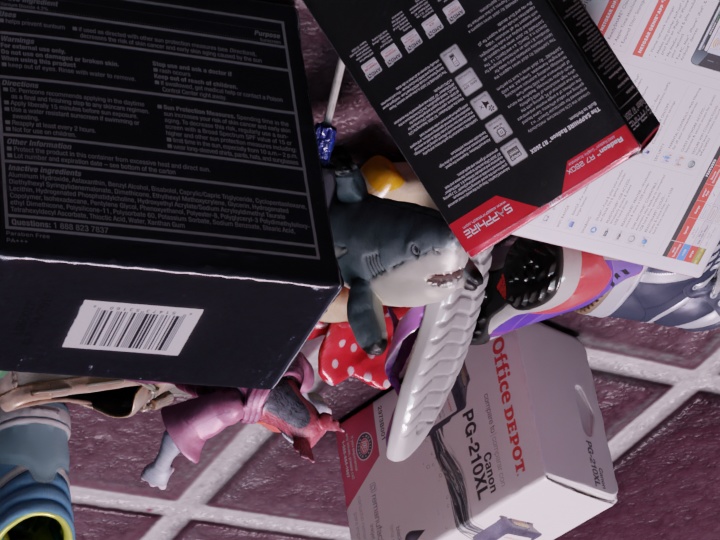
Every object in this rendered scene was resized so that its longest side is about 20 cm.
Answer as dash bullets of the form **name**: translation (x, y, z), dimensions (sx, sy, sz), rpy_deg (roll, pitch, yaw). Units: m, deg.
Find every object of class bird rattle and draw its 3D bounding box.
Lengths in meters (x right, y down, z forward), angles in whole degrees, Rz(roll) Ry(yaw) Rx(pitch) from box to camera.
- **bird rattle**: translation (0.000, 0.000, 1.367), dimensions (0.163, 0.113, 0.199), rpy_deg (-42, 140, 15)

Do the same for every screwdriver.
- **screwdriver**: translation (-0.017, -0.100, 1.188), dimensions (0.028, 0.029, 0.202), rpy_deg (18, 112, 10)

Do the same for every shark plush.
- **shark plush**: translation (0.002, -0.042, 1.240), dimensions (0.090, 0.200, 0.084), rpy_deg (-23, 135, -16)

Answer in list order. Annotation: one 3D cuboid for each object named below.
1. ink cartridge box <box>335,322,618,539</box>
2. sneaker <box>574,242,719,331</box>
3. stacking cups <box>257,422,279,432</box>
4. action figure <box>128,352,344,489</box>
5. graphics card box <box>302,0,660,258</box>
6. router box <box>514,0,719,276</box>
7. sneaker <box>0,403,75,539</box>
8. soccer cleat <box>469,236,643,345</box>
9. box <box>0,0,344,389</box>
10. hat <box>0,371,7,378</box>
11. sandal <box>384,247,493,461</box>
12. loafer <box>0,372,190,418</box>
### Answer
- **ink cartridge box**: translation (0.083, 0.145, 1.551), dimensions (0.084, 0.146, 0.199), rpy_deg (23, 135, -39)
- **sneaker**: translation (0.236, -0.021, 1.411), dimensions (0.108, 0.071, 0.200), rpy_deg (13, 147, -22)
- **stacking cups**: translation (-0.090, 0.073, 1.463), dimensions (0.060, 0.061, 0.200), rpy_deg (-16, 153, 10)
- **action figure**: translation (-0.087, 0.046, 1.248), dimensions (0.134, 0.199, 0.150), rpy_deg (-35, 141, -43)
- **graphics card box**: translation (0.058, -0.124, 1.125), dimensions (0.125, 0.201, 0.051), rpy_deg (-32, -176, 30)
- **router box**: translation (0.163, -0.107, 1.208), dimensions (0.178, 0.049, 0.201), rpy_deg (13, 116, -28)
- **sneaker**: translation (-0.273, 0.195, 1.550), dimensions (0.079, 0.132, 0.200), rpy_deg (7, 143, -25)
- **soccer cleat**: translation (0.116, 0.010, 1.388), dimensions (0.072, 0.069, 0.200), rpy_deg (0, 169, -23)
- **box**: translation (-0.131, -0.051, 1.162), dimensions (0.198, 0.200, 0.123), rpy_deg (6, 146, -23)
- **hat**: translation (-0.290, 0.016, 1.336), dimensions (0.199, 0.167, 0.176), rpy_deg (-27, 178, -5)
- **sandal**: translation (0.045, 0.027, 1.358), dimensions (0.082, 0.049, 0.204), rpy_deg (-22, 132, -61)
- **loafer**: translation (-0.183, 0.079, 1.433), dimensions (0.072, 0.063, 0.199), rpy_deg (-29, 153, 34)
